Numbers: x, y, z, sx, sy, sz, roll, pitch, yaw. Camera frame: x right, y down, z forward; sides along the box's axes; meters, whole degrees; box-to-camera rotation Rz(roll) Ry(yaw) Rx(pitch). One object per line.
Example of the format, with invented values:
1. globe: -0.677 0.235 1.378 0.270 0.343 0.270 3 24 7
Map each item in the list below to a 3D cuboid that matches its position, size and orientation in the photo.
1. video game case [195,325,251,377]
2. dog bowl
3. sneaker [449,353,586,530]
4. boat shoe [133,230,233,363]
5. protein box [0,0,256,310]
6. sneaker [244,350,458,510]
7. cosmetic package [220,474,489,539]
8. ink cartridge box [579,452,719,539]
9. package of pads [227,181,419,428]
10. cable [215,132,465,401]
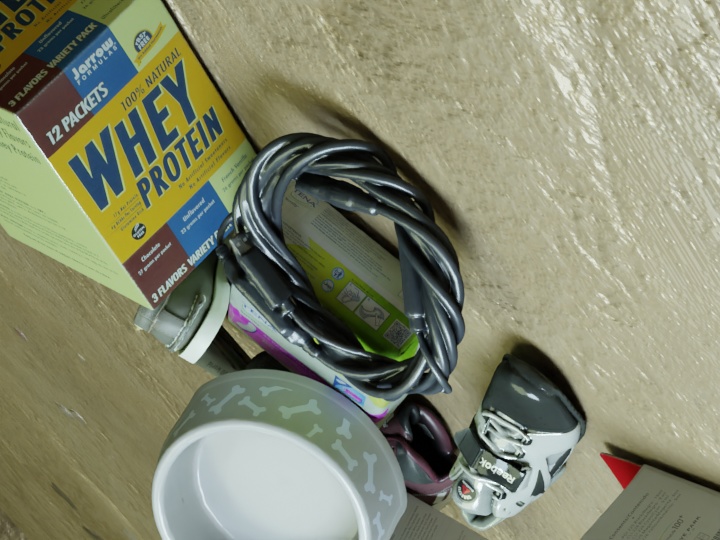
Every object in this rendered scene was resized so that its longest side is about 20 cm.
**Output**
1. video game case: -0.142 0.045 1.827 0.143 0.018 0.200 47 -177 25
2. dog bowl: -0.068 0.175 1.655 0.200 0.059 0.200 9 119 16
3. sneaker: 0.105 0.132 1.549 0.074 0.089 0.200 37 159 20
4. boat shoe: -0.138 -0.003 1.655 0.060 0.072 0.202 28 -159 -16
5. protein box: -0.205 -0.110 1.573 0.198 0.135 0.200 24 154 45
6. sneaker: 0.003 0.113 1.752 0.200 0.076 0.116 32 156 0
7. cosmetic package: -0.012 0.222 1.747 0.200 0.085 0.108 32 130 3
8. ink cartridge box: 0.239 0.234 1.499 0.176 0.084 0.200 19 151 50
9. package of pads: -0.022 0.026 1.603 0.154 0.068 0.200 39 160 8
10. cable: 0.000 0.000 1.448 0.200 0.051 0.163 47 129 5
